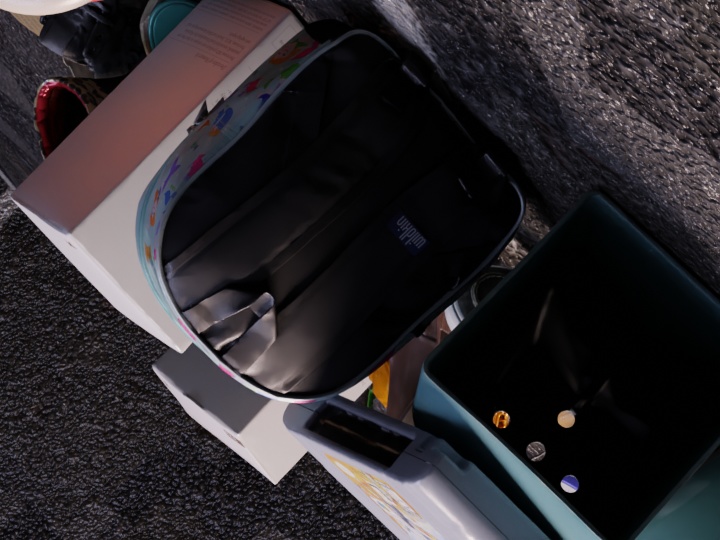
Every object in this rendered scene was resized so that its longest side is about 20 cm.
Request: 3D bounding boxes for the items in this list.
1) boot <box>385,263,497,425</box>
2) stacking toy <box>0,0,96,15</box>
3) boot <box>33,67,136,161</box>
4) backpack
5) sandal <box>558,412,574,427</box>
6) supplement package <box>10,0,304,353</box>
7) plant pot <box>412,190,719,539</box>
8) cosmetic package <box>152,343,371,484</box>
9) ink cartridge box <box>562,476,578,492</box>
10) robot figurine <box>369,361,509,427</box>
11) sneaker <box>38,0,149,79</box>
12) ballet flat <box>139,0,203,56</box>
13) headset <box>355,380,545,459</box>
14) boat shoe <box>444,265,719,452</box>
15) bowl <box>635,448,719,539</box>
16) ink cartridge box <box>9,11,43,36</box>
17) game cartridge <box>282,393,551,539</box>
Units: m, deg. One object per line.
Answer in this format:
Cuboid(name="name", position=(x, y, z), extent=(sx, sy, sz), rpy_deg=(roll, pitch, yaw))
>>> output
Cuboid(name="boot", position=(0.016, 0.044, 1.661), extent=(0.064, 0.187, 0.200), rpy_deg=(14, -168, -33))
Cuboid(name="stacking toy", position=(-0.156, -0.215, 1.495), extent=(0.146, 0.146, 0.200), rpy_deg=(41, -170, 17))
Cuboid(name="boot", position=(-0.141, -0.048, 1.685), extent=(0.154, 0.073, 0.204), rpy_deg=(-11, -99, -56))
Cuboid(name="backpack", position=(-0.030, -0.029, 1.427), extent=(0.178, 0.200, 0.151), rpy_deg=(46, 171, -18))
Cuboid(name="sandal", position=(0.139, 0.081, 1.652), extent=(0.082, 0.055, 0.200), rpy_deg=(47, 171, -21))
Cuboid(name="supplement package", position=(-0.103, -0.068, 1.575), extent=(0.117, 0.200, 0.117), rpy_deg=(49, 170, -30))
Cuboid(name="plant pot", position=(0.116, 0.078, 1.369), extent=(0.141, 0.141, 0.200), rpy_deg=(43, 163, 7))
Cuboid(name="cosmetic package", position=(-0.045, 0.048, 1.853), extent=(0.113, 0.200, 0.081), rpy_deg=(37, 169, 39))
Cuboid(name="ink cartridge box", position=(0.222, 0.177, 1.626), extent=(0.199, 0.041, 0.200), rpy_deg=(28, 168, 11))
Cuboid(name="robot figurine", position=(0.056, 0.064, 1.719), extent=(0.200, 0.058, 0.145), rpy_deg=(-129, 41, -51))
Cuboid(name="sneaker", position=(-0.179, -0.185, 1.682), extent=(0.060, 0.104, 0.200), rpy_deg=(41, 171, 23))
Cuboid(name="ballet flat", position=(-0.092, -0.132, 1.695), extent=(0.200, 0.067, 0.062), rpy_deg=(54, -164, -37))
Cuboid(name="headset", position=(0.095, 0.119, 1.854), extent=(0.200, 0.124, 0.094), rpy_deg=(19, 163, 20))
Cuboid(name="boat shoe", position=(0.141, 0.050, 1.504), extent=(0.200, 0.072, 0.071), rpy_deg=(31, 160, 14))
Cuboid(name="bowl", position=(0.198, 0.176, 1.428), extent=(0.105, 0.201, 0.201), rpy_deg=(54, 173, 10))
Cuboid(name="ink cartridge box", position=(-0.234, -0.237, 1.791), extent=(0.165, 0.075, 0.200), rpy_deg=(35, 167, 40))
Cuboid(name="game cartridge", position=(0.041, 0.132, 1.381), extent=(0.133, 0.042, 0.200), rpy_deg=(49, 167, -20))
